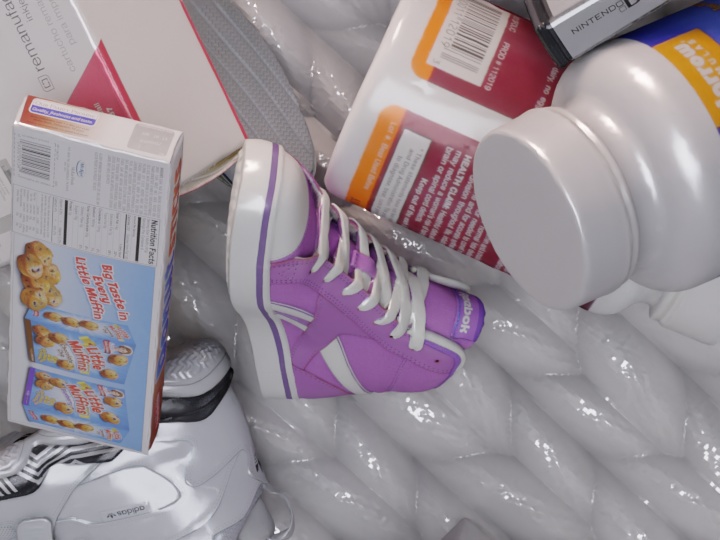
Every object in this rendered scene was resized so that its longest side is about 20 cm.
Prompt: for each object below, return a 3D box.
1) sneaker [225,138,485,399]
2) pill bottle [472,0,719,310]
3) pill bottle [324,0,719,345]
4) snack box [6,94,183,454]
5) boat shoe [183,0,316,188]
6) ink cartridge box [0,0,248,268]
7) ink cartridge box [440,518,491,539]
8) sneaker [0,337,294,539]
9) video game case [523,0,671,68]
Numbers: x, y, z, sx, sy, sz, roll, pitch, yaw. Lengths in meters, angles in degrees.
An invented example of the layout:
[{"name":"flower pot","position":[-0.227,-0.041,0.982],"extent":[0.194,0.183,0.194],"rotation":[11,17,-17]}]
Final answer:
[{"name":"sneaker","position":[0.000,-0.001,1.299],"extent":[0.114,0.201,0.073],"rotation":[2,65,8]},{"name":"pill bottle","position":[0.152,-0.058,1.196],"extent":[0.200,0.112,0.112],"rotation":[-24,101,-24]},{"name":"pill bottle","position":[0.094,-0.049,1.305],"extent":[0.200,0.114,0.114],"rotation":[25,103,0]},{"name":"snack box","position":[-0.122,0.007,1.261],"extent":[0.072,0.024,0.200],"rotation":[13,137,4]},{"name":"boat shoe","position":[-0.099,-0.110,1.343],"extent":[0.062,0.072,0.200],"rotation":[-35,93,35]},{"name":"ink cartridge box","position":[-0.173,-0.078,1.304],"extent":[0.200,0.083,0.147],"rotation":[-21,100,33]},{"name":"ink cartridge box","position":[0.008,0.231,1.357],"extent":[0.084,0.146,0.200],"rotation":[43,102,-3]},{"name":"sneaker","position":[-0.132,0.125,1.383],"extent":[0.200,0.075,0.115],"rotation":[-29,95,7]},{"name":"video game case","position":[0.143,-0.186,1.230],"extent":[0.180,0.200,0.026],"rotation":[-31,119,11]}]
